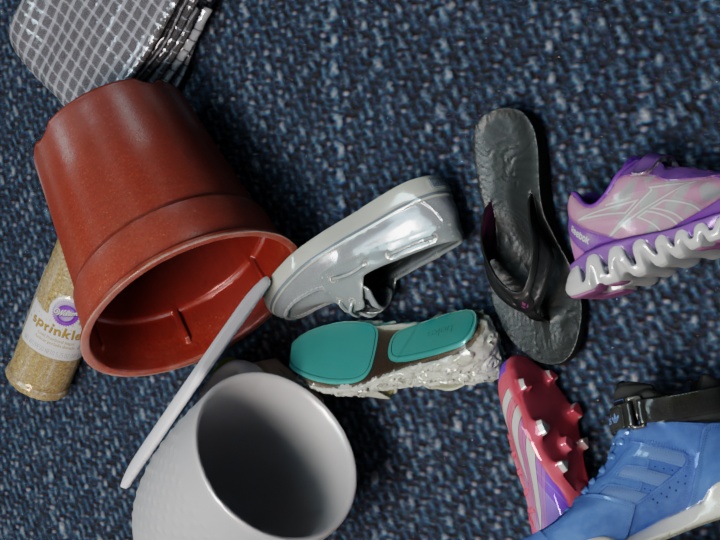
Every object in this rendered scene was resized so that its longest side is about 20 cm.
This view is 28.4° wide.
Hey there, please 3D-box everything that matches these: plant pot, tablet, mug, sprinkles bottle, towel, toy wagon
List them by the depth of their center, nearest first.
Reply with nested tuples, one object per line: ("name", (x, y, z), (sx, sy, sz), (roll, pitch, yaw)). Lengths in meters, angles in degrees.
("mug", (-0.110, 0.168, 1.181), (0.175, 0.147, 0.201), (-46, 37, 43))
("tablet", (-0.142, 0.096, 1.203), (0.014, 0.130, 0.200), (34, 137, -2))
("plant pot", (-0.181, -0.045, 1.231), (0.201, 0.200, 0.196), (-46, 60, 30))
("toy wagon", (-0.095, 0.181, 1.269), (0.155, 0.039, 0.201), (37, 115, 29))
("towel", (-0.226, -0.236, 1.302), (0.166, 0.085, 0.200), (46, 119, 24))
("sprinkles bottle", (-0.281, 0.028, 1.378), (0.068, 0.068, 0.201), (39, 116, 28))

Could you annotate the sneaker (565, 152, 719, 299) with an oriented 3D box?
("sneaker", (0.221, -0.047, 0.992), (0.199, 0.080, 0.089), (-22, 73, 37))

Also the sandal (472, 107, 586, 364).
("sandal", (0.117, -0.024, 1.085), (0.075, 0.048, 0.202), (-17, 83, 37))

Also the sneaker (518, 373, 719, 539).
("sneaker", (0.182, 0.140, 0.999), (0.199, 0.077, 0.112), (-21, 75, 3))

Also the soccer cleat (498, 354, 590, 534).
("soccer cleat", (0.144, 0.163, 1.076), (0.076, 0.067, 0.201), (-36, 76, 38))

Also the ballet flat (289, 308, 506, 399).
("ballet flat", (0.031, 0.078, 1.151), (0.199, 0.072, 0.072), (-8, 89, 38))

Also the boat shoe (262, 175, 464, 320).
("boat shoe", (0.001, 0.000, 1.161), (0.200, 0.070, 0.072), (-34, 68, 31))
